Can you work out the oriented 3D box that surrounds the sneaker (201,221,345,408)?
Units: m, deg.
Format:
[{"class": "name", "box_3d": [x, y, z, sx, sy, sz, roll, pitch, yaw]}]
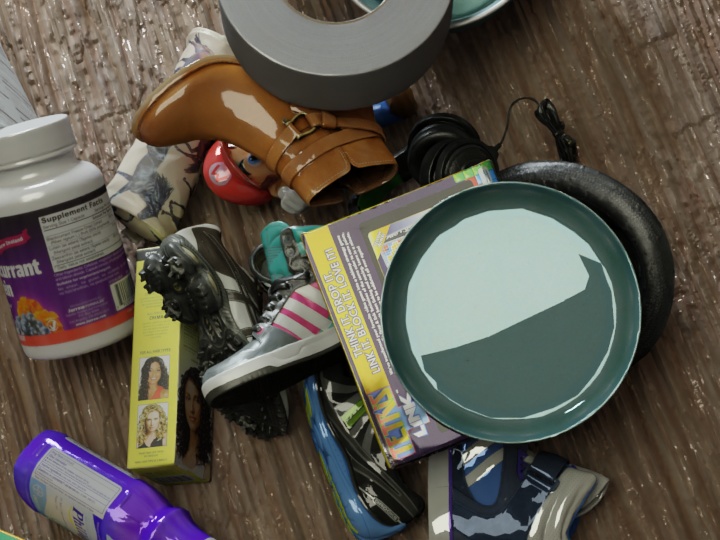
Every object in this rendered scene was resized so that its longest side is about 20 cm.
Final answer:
[{"class": "sneaker", "box_3d": [-0.063, 0.024, 1.502, 0.200, 0.084, 0.121, -26, 74, -22]}]

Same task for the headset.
[{"class": "headset", "box_3d": [0.087, -0.081, 1.564, 0.200, 0.094, 0.124, -33, 25, 2]}]

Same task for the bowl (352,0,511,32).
[{"class": "bowl", "box_3d": [0.075, -0.293, 1.626, 0.200, 0.105, 0.201, -3, 77, 11]}]

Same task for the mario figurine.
[{"class": "mario figurine", "box_3d": [-0.052, -0.130, 1.615, 0.200, 0.106, 0.123, -32, 30, -3]}]

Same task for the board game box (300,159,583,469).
[{"class": "board game box", "box_3d": [0.064, 0.036, 1.440, 0.165, 0.057, 0.201, -21, 84, 2]}]

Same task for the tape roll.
[{"class": "tape roll", "box_3d": [-0.021, -0.237, 1.521, 0.200, 0.066, 0.201, 0, 68, 0]}]

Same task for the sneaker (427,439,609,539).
[{"class": "sneaker", "box_3d": [0.130, 0.151, 1.486, 0.146, 0.081, 0.201, 1, 64, 5]}]

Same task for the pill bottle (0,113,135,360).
[{"class": "pill bottle", "box_3d": [-0.271, -0.031, 1.603, 0.111, 0.111, 0.201, -12, 102, 14]}]

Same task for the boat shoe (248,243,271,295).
[{"class": "boat shoe", "box_3d": [0.000, 0.000, 1.581, 0.199, 0.060, 0.076, -7, 70, 16]}]

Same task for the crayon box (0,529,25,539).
[{"class": "crayon box", "box_3d": [-0.232, 0.279, 1.527, 0.200, 0.119, 0.058, 18, 78, 22]}]

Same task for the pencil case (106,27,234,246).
[{"class": "pencil case", "box_3d": [-0.167, -0.119, 1.666, 0.078, 0.089, 0.200, 26, 82, 4]}]

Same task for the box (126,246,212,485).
[{"class": "box", "box_3d": [-0.165, 0.083, 1.599, 0.050, 0.075, 0.201, -7, 71, 20]}]

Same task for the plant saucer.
[{"class": "plant saucer", "box_3d": [0.115, 0.033, 1.396, 0.199, 0.027, 0.201, 0, 85, 3]}]

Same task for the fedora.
[{"class": "fedora", "box_3d": [0.176, -0.002, 1.496, 0.200, 0.092, 0.201, 5, 99, 32]}]

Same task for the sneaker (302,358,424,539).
[{"class": "sneaker", "box_3d": [0.001, 0.133, 1.540, 0.082, 0.071, 0.200, -16, 64, -10]}]

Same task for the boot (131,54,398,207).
[{"class": "boot", "box_3d": [-0.079, -0.109, 1.541, 0.200, 0.077, 0.156, -19, 62, -21]}]

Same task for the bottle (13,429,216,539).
[{"class": "bottle", "box_3d": [-0.206, 0.211, 1.561, 0.200, 0.084, 0.065, 27, 61, 23]}]

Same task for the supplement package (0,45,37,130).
[{"class": "supplement package", "box_3d": [-0.407, -0.149, 1.714, 0.152, 0.151, 0.200, -33, 65, 5]}]

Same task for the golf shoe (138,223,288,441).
[{"class": "golf shoe", "box_3d": [-0.105, 0.049, 1.569, 0.078, 0.094, 0.200, -15, 109, 36]}]
